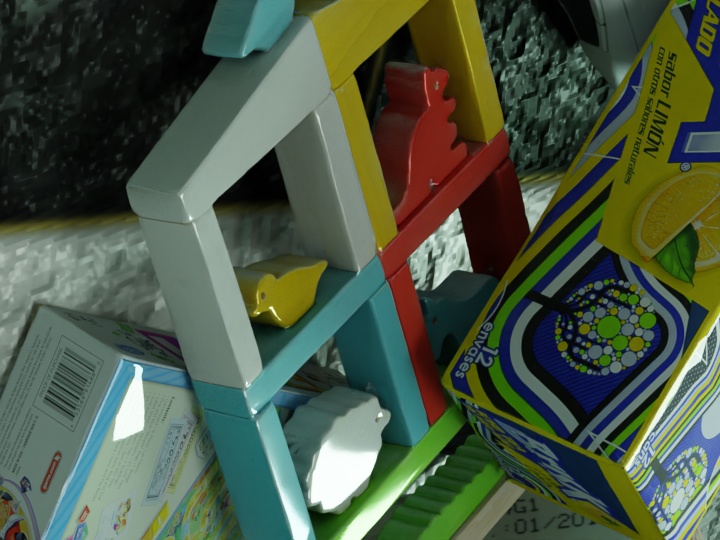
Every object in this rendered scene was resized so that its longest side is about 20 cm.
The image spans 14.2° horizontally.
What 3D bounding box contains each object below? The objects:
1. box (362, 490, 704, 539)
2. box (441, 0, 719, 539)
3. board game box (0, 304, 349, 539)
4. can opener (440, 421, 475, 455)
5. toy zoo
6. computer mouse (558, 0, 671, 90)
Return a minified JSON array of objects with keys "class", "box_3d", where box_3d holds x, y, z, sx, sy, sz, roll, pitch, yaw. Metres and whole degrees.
[{"class":"box","box_3d":[0.070,0.172,0.915,0.200,0.108,0.129,65,21,-48]},{"class":"box","box_3d":[0.106,-0.025,0.827,0.201,0.064,0.070,-59,150,-15]},{"class":"board game box","box_3d":[-0.074,0.116,0.807,0.134,0.034,0.201,16,101,-54]},{"class":"can opener","box_3d":[0.109,0.034,0.934,0.199,0.079,0.064,-11,116,-21]},{"class":"toy zoo","box_3d":[0.000,0.000,0.790,0.131,0.020,0.201,-44,131,-39]},{"class":"computer mouse","box_3d":[0.094,-0.086,0.868,0.110,0.044,0.200,-53,144,-9]}]
